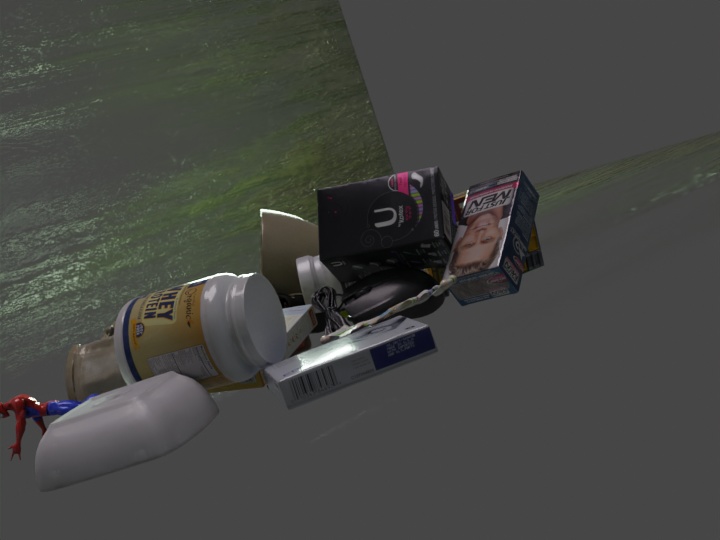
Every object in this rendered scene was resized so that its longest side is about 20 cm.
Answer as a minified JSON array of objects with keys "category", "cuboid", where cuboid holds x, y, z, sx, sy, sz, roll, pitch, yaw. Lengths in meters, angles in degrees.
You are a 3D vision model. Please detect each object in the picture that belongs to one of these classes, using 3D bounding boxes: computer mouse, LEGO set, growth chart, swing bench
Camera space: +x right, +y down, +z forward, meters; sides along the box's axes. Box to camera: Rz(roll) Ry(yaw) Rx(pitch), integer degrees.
[{"category":"computer mouse","cuboid":[0.032,0.039,1.565,0.197,0.053,0.139,-13,38,-12]},{"category":"LEGO set","cuboid":[0.194,-0.048,1.683,0.152,0.118,0.199,-18,9,-22]},{"category":"growth chart","cuboid":[0.042,0.055,1.429,0.198,0.018,0.145,-25,-2,5]},{"category":"swing bench","cuboid":[-0.365,0.146,1.756,0.196,0.132,0.200,-17,5,20]}]

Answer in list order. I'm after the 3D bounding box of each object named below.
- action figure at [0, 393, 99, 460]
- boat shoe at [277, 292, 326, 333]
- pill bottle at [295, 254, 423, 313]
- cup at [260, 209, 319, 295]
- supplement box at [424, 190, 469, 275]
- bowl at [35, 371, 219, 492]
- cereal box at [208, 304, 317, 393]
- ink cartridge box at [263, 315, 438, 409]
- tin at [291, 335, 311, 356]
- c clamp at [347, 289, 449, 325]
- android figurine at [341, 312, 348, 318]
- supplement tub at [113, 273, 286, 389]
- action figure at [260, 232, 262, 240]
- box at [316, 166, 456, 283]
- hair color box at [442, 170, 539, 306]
[{"category":"action figure","cuboid":[-0.457,0.234,1.587,0.197,0.101,0.065,3,-2,-9]},{"category":"boat shoe","cuboid":[-0.132,0.072,1.752,0.199,0.074,0.063,17,15,-29]},{"category":"pill bottle","cuboid":[0.000,0.000,1.721,0.197,0.118,0.116,-15,5,1]},{"category":"cup","cuboid":[-0.107,-0.007,1.857,0.141,0.204,0.200,-1,3,-6]},{"category":"supplement box","cuboid":[0.189,-0.074,2.023,0.195,0.135,0.200,-19,4,-6]},{"category":"bowl","cuboid":[-0.292,0.190,1.289,0.197,0.076,0.200,-19,6,15]},{"category":"cereal box","cuboid":[-0.164,0.115,1.543,0.142,0.040,0.200,-9,19,26]},{"category":"ink cartridge box","cuboid":[-0.022,0.109,1.314,0.197,0.041,0.200,-20,5,-12]},{"category":"tin","cuboid":[-0.158,0.128,1.687,0.111,0.042,0.199,-28,9,-39]},{"category":"c clamp","cuboid":[0.060,0.055,1.713,0.198,0.027,0.171,-17,5,22]},{"category":"android figurine","cuboid":[-0.008,0.054,1.896,0.198,0.042,0.182,-24,5,-19]},{"category":"supplement tub","cuboid":[-0.211,0.086,1.399,0.197,0.146,0.144,-15,5,19]},{"category":"action figure","cuboid":[-0.134,0.025,2.019,0.132,0.203,0.149,22,13,18]},{"category":"box","cuboid":[0.042,-0.068,1.604,0.197,0.124,0.106,-11,-24,16]},{"category":"hair color box","cuboid":[0.195,-0.050,1.553,0.099,0.061,0.202,-16,39,36]}]
